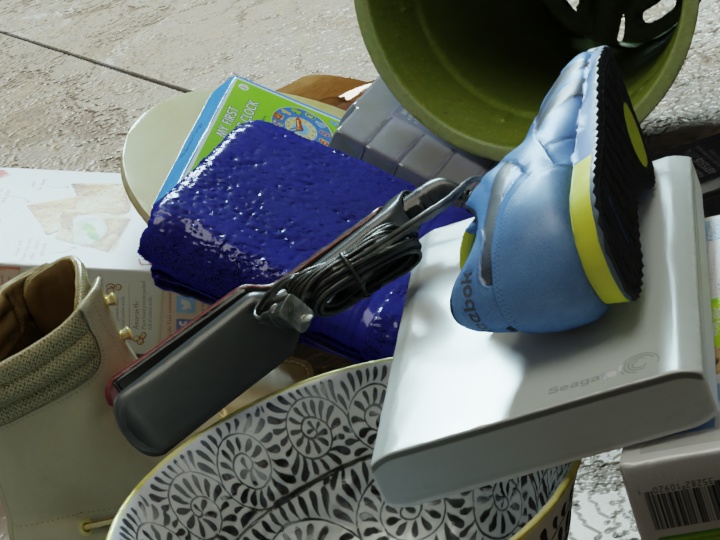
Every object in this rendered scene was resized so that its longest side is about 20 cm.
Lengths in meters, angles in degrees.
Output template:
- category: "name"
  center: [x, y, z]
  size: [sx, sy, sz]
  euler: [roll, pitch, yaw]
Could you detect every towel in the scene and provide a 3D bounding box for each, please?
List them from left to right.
- category: "towel"
  center: [0.000, 0.000, 1.084]
  size: [0.200, 0.050, 0.148]
  euler: [25, 33, 10]

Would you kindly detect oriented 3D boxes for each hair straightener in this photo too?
- category: "hair straightener"
  center: [-0.019, 0.018, 0.921]
  size: [0.200, 0.041, 0.077]
  euler: [-31, 14, -4]

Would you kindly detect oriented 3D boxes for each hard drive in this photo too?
- category: "hard drive"
  center: [0.078, 0.019, 0.876]
  size: [0.132, 0.026, 0.200]
  euler: [-17, 22, 15]

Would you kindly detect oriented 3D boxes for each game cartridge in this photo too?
- category: "game cartridge"
  center: [0.070, -0.086, 1.251]
  size: [0.130, 0.038, 0.200]
  euler: [25, 36, 11]

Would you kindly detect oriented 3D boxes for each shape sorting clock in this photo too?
- category: "shape sorting clock"
  center: [-0.037, -0.042, 1.195]
  size: [0.200, 0.039, 0.200]
  euler: [16, 35, -12]

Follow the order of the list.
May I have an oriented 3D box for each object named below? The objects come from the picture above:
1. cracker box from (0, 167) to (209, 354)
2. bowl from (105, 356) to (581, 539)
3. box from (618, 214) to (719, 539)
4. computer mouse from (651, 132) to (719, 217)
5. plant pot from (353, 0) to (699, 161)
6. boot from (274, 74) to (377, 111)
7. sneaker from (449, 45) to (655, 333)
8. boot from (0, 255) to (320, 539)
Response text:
- category: "cracker box"
  center: [-0.139, -0.007, 1.219]
  size: [0.200, 0.058, 0.134]
  euler: [2, 26, 0]
- category: "bowl"
  center: [0.006, 0.124, 0.862]
  size: [0.201, 0.094, 0.201]
  euler: [-16, 23, 7]
- category: "box"
  center: [0.180, 0.058, 0.866]
  size: [0.112, 0.101, 0.200]
  euler: [-12, 25, 18]
- category: "computer mouse"
  center: [0.195, -0.040, 1.122]
  size: [0.200, 0.053, 0.139]
  euler: [-17, 18, 2]
- category: "plant pot"
  center: [0.124, -0.176, 1.234]
  size: [0.200, 0.200, 0.190]
  euler: [-6, 10, 26]
- category: "boot"
  center: [0.021, -0.115, 1.430]
  size: [0.188, 0.068, 0.200]
  euler: [-40, 23, -24]
- category: "sneaker"
  center: [0.076, -0.036, 0.882]
  size: [0.078, 0.066, 0.200]
  euler: [-19, 22, 20]
- category: "boot"
  center: [-0.102, 0.057, 1.008]
  size: [0.073, 0.155, 0.200]
  euler: [8, 36, 46]
